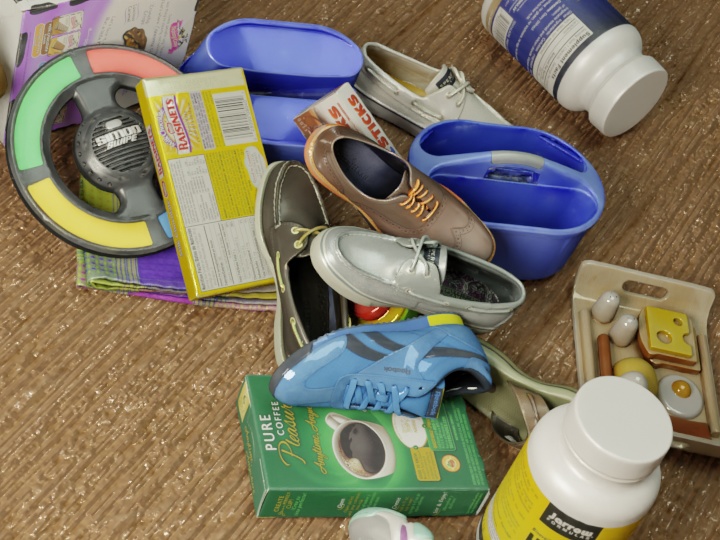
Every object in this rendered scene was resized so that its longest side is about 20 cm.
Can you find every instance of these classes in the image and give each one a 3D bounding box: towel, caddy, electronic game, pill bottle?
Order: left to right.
[{"bbox_3d":[-0.216,-0.108,1.444,0.199,0.042,0.202,6,71,-19],"label":"electronic game"},{"bbox_3d":[-0.159,-0.030,1.481,0.198,0.023,0.144,7,49,-16],"label":"towel"},{"bbox_3d":[-0.085,-0.162,1.575,0.198,0.105,0.142,3,73,-19],"label":"caddy"},{"bbox_3d":[0.136,-0.076,1.566,0.198,0.105,0.142,5,49,-17],"label":"caddy"},{"bbox_3d":[0.234,-0.246,1.764,0.115,0.116,0.200,-24,62,-36],"label":"pill bottle"},{"bbox_3d":[0.173,0.176,1.299,0.110,0.201,0.112,11,46,-11],"label":"pill bottle"}]

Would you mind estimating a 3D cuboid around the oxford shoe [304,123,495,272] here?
[{"bbox_3d":[0.040,-0.058,1.427,0.199,0.073,0.072,31,86,-15],"label":"oxford shoe"}]

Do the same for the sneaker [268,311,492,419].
[{"bbox_3d":[0.022,0.090,1.352,0.199,0.066,0.079,-10,54,-29],"label":"sneaker"}]

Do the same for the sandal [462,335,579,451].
[{"bbox_3d":[0.140,0.128,1.419,0.200,0.080,0.057,28,40,18],"label":"sandal"}]

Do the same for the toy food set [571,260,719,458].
[{"bbox_3d":[0.279,0.082,1.524,0.142,0.061,0.201,12,47,-10],"label":"toy food set"}]

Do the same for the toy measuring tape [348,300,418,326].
[{"bbox_3d":[0.000,0.000,1.477,0.073,0.074,0.201,-16,60,-32],"label":"toy measuring tape"}]

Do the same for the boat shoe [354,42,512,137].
[{"bbox_3d":[0.082,-0.177,1.674,0.199,0.070,0.071,27,45,4],"label":"boat shoe"}]

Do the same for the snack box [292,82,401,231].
[{"bbox_3d":[0.021,-0.076,1.497,0.200,0.072,0.024,54,50,-10],"label":"snack box"}]

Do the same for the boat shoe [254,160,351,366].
[{"bbox_3d":[-0.045,-0.005,1.419,0.071,0.060,0.203,-2,77,-30],"label":"boat shoe"}]

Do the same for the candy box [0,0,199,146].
[{"bbox_3d":[-0.254,-0.222,1.514,0.199,0.168,0.072,-22,60,-35],"label":"candy box"}]

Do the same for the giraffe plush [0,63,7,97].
[{"bbox_3d":[-0.399,-0.108,1.359,0.172,0.200,0.163,23,45,-35],"label":"giraffe plush"}]

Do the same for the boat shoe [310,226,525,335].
[{"bbox_3d":[0.055,-0.002,1.407,0.200,0.071,0.070,19,56,-25],"label":"boat shoe"}]

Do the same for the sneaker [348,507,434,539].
[{"bbox_3d":[0.026,0.281,1.233,0.139,0.078,0.200,-26,62,-37],"label":"sneaker"}]

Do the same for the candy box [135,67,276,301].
[{"bbox_3d":[-0.129,-0.079,1.443,0.102,0.026,0.201,-11,82,-28],"label":"candy box"}]

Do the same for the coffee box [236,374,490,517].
[{"bbox_3d":[0.000,0.148,1.367,0.199,0.044,0.124,2,48,-20],"label":"coffee box"}]
